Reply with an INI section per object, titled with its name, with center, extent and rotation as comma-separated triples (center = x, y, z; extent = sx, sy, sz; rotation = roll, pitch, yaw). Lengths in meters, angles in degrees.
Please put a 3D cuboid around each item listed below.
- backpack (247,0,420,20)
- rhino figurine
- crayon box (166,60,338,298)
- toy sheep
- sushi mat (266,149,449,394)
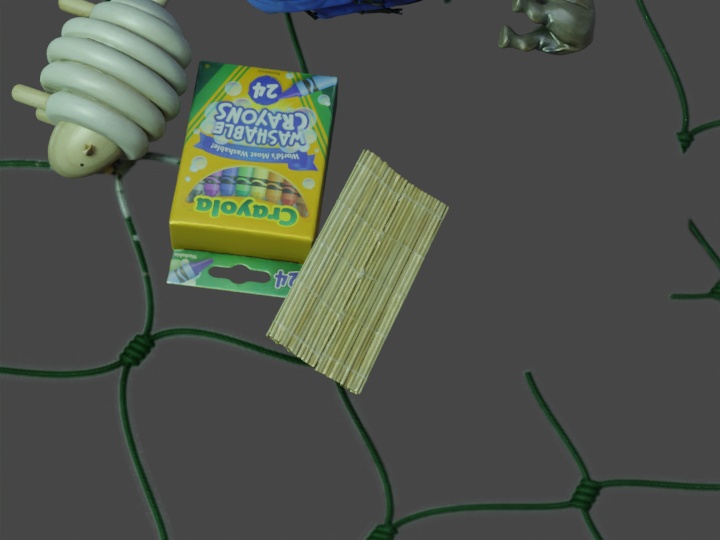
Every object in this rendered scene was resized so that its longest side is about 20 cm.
[backpack]
center = -0.024, -0.304, 1.560
extent = 0.199, 0.168, 0.163
rotation = -7, 61, -2
[rhino figurine]
center = 0.182, -0.284, 1.619
extent = 0.087, 0.060, 0.201
rotation = 14, 61, -11
[crayon box]
center = -0.093, -0.080, 1.507
extent = 0.125, 0.052, 0.201
rotation = 7, 63, 1
[toy sheep]
center = -0.213, -0.171, 1.506
extent = 0.137, 0.138, 0.201
rotation = 22, 82, 9
[sushi mat]
center = 0.000, 0.000, 1.470
extent = 0.095, 0.012, 0.201
rotation = 36, 63, -19
